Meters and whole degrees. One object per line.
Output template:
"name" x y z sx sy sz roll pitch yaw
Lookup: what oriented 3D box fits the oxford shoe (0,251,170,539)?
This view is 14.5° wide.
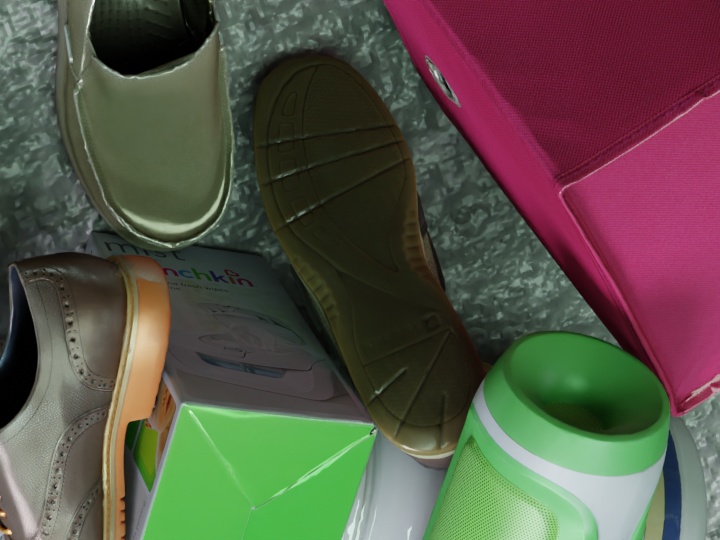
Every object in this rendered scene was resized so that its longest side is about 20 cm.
"oxford shoe" -0.138 0.087 1.193 0.073 0.071 0.200 7 100 -29

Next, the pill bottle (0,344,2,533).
"pill bottle" -0.218 0.030 1.220 0.112 0.112 0.200 -23 121 -7

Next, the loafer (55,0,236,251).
"loafer" -0.096 -0.090 1.237 0.076 0.068 0.200 -16 120 -11

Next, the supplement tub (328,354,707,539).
"supplement tub" 0.048 0.114 1.347 0.200 0.144 0.145 10 112 -24

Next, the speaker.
"speaker" 0.067 0.126 1.211 0.088 0.089 0.200 3 126 -21

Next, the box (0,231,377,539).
"box" -0.085 0.111 1.280 0.097 0.177 0.200 8 113 -24

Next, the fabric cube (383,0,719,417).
"fabric cube" 0.141 -0.099 1.209 0.200 0.199 0.196 -33 144 0

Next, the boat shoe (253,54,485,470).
"boat shoe" 0.001 0.000 1.269 0.072 0.201 0.066 -19 158 -10
